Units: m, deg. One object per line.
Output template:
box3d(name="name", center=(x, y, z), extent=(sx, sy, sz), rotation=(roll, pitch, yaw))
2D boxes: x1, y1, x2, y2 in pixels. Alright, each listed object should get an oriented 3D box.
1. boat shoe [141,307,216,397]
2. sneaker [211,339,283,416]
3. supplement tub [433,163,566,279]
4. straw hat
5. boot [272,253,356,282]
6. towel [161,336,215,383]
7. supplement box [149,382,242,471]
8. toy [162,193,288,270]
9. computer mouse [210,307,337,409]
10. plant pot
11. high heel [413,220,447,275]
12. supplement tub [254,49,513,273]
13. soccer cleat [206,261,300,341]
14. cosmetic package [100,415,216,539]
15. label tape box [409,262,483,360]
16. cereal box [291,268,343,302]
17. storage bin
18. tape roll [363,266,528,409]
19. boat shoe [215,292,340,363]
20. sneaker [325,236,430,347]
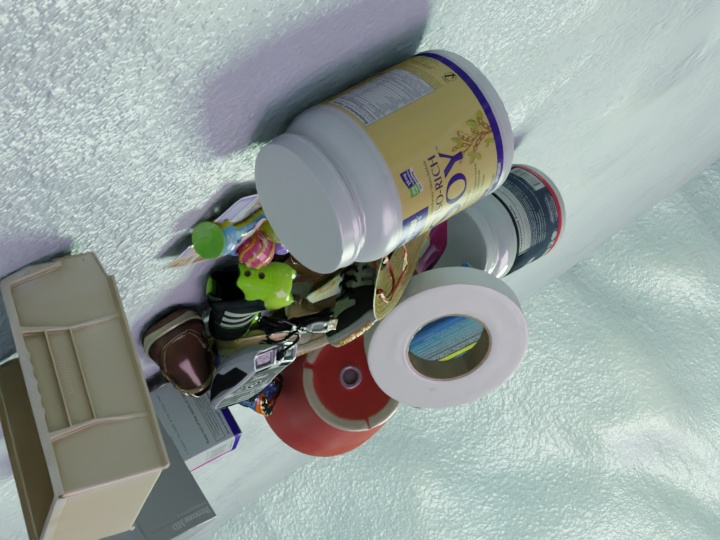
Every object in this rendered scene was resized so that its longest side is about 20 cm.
box3d(name="boat shoe", center=(-0.193, 0.100, 1.471), extent=(0.075, 0.075, 0.202), rotation=(-35, 168, -8))
box3d(name="sneaker", center=(-0.160, 0.133, 1.638), extent=(0.200, 0.078, 0.076), rotation=(71, 35, -63))
box3d(name="supplement tub", center=(0.178, -0.059, 1.776), extent=(0.200, 0.141, 0.140), rotation=(-25, 164, -46))
box3d(name="straw hat", center=(0.019, -0.053, 1.438), extent=(0.201, 0.085, 0.201), rotation=(-59, 163, -30))
box3d(name="boot", center=(-0.053, -0.025, 1.398), extent=(0.075, 0.074, 0.200), rotation=(-19, 169, -26))
box3d(name="towel", center=(-0.210, 0.131, 1.695), extent=(0.086, 0.018, 0.200), rotation=(-34, 169, -10))
box3d(name="supplement box", center=(-0.261, 0.216, 1.614), extent=(0.200, 0.104, 0.101), rotation=(-27, 168, -18))
box3d(name="toy", center=(-0.097, -0.034, 1.291), extent=(0.115, 0.047, 0.200), rotation=(-40, 168, 25))
box3d(name="computer mouse", center=(-0.113, 0.094, 1.438), extent=(0.109, 0.044, 0.200), rotation=(-14, 160, -46))
box3d(name="plant pot", center=(-0.031, 0.151, 1.762), extent=(0.200, 0.201, 0.177), rotation=(-33, -179, -17))
box3d(name="high heel", center=(0.056, -0.007, 1.684), extent=(0.096, 0.067, 0.200), rotation=(-57, 180, -27))
box3d(name="supplement tub", center=(0.021, -0.096, 1.149), extent=(0.200, 0.146, 0.145), rotation=(-31, 167, -28))
box3d(name="soccer cleat", center=(-0.137, 0.028, 1.407), extent=(0.081, 0.068, 0.200), rotation=(12, 159, -24))
box3d(name="cosmetic package", center=(-0.263, 0.226, 1.448), extent=(0.107, 0.200, 0.090), rotation=(-23, 163, -51))
box3d(name="label tape box", center=(0.111, 0.068, 1.688), extent=(0.143, 0.066, 0.200), rotation=(-27, 161, 11))
box3d(name="cereal box", center=(-0.037, 0.011, 1.674), extent=(0.144, 0.040, 0.200), rotation=(-32, 168, -28))
box3d(name="storage bin", center=(-0.246, 0.117, 1.093), extent=(0.093, 0.199, 0.200), rotation=(-12, 159, -23))
box3d(name="tape roll", center=(0.104, 0.085, 1.578), extent=(0.202, 0.037, 0.203), rotation=(-5, 129, -7))
box3d(name="boat shoe", center=(-0.081, 0.061, 1.548), extent=(0.200, 0.069, 0.074), rotation=(-27, -163, -22))
box3d(name="sneaker", center=(0.000, 0.000, 1.523), extent=(0.076, 0.088, 0.200), rotation=(-21, -151, 50))
